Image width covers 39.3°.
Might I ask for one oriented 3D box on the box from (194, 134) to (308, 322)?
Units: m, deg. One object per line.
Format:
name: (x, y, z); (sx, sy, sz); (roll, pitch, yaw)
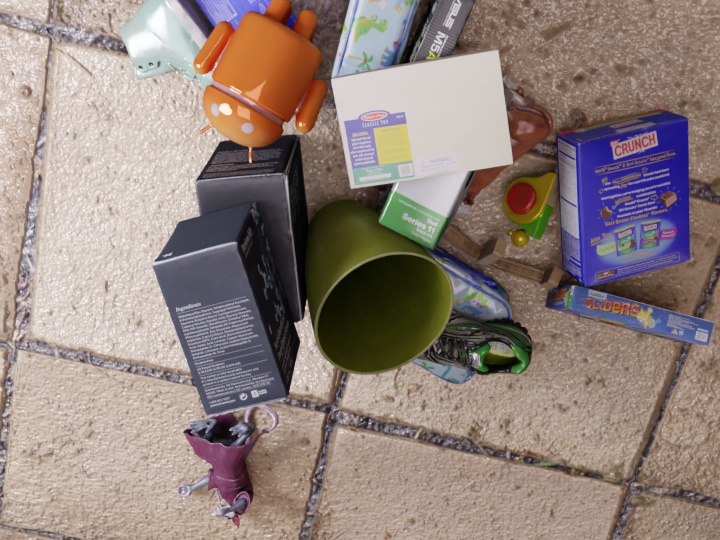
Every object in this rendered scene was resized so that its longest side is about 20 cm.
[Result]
box: (-0.136, -0.057, 1.350); (0.122, 0.197, 0.203); (-3, 111, 4)

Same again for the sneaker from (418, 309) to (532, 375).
sneaker: (0.139, 0.098, 1.372); (0.197, 0.085, 0.079); (4, 108, 2)

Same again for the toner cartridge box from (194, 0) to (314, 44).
toner cartridge box: (-0.148, -0.341, 1.326); (0.094, 0.043, 0.201); (-32, 106, 13)

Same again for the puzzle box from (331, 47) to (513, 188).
puzzle box: (0.072, -0.176, 1.176); (0.197, 0.025, 0.135); (-7, 108, 9)

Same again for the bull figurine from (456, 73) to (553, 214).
bull figurine: (0.163, -0.168, 1.368); (0.199, 0.065, 0.122); (-38, 102, 14)

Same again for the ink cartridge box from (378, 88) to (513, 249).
ink cartridge box: (0.110, -0.146, 1.275); (0.082, 0.147, 0.202); (27, 111, 6)

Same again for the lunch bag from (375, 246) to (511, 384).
lunch bag: (0.108, 0.054, 1.444); (0.198, 0.083, 0.162); (29, 109, -8)

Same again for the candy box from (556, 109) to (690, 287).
candy box: (0.355, -0.099, 1.358); (0.167, 0.077, 0.203); (-13, 113, -14)

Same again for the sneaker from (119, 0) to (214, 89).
sneaker: (-0.232, -0.269, 1.345); (0.117, 0.074, 0.201); (-30, 110, 20)

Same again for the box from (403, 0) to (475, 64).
box: (0.083, -0.265, 1.263); (0.047, 0.200, 0.195); (21, 109, -4)

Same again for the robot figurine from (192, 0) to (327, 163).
robot figurine: (-0.122, -0.241, 1.264); (0.143, 0.116, 0.202); (26, 94, -41)

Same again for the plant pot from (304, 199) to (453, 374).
plant pot: (0.000, 0.000, 1.325); (0.184, 0.201, 0.189); (-11, 128, -15)

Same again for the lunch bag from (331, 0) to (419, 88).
lunch bag: (0.023, -0.324, 1.258); (0.081, 0.161, 0.202); (14, 113, -8)

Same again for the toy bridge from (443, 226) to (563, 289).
toy bridge: (0.184, -0.025, 1.420); (0.198, 0.067, 0.028); (25, 75, -8)

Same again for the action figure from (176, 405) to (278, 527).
action figure: (-0.202, 0.306, 1.561); (0.148, 0.133, 0.202); (-31, 129, -31)

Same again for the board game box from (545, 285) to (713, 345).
board game box: (0.371, 0.062, 1.409); (0.197, 0.135, 0.035); (15, 88, -4)

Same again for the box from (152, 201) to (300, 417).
box: (-0.154, 0.043, 1.205); (0.106, 0.149, 0.203); (-14, 111, 8)

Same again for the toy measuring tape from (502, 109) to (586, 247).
toy measuring tape: (0.245, -0.130, 1.388); (0.073, 0.074, 0.203); (21, 94, -6)
